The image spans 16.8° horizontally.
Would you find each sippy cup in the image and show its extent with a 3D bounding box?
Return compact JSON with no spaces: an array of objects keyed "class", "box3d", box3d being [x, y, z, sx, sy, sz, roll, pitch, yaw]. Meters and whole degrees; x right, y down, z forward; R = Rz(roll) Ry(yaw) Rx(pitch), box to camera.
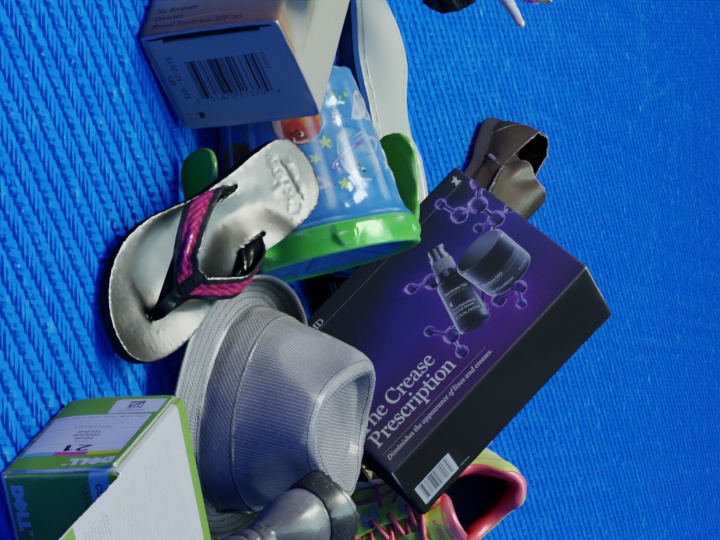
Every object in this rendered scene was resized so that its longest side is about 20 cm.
[{"class":"sippy cup","box3d":[-0.038,-0.066,1.654,0.178,0.139,0.131,19,57,-80]}]

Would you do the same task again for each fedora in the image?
[{"class":"fedora","box3d":[-0.046,0.097,1.597,0.200,0.090,0.178,41,61,-69]}]

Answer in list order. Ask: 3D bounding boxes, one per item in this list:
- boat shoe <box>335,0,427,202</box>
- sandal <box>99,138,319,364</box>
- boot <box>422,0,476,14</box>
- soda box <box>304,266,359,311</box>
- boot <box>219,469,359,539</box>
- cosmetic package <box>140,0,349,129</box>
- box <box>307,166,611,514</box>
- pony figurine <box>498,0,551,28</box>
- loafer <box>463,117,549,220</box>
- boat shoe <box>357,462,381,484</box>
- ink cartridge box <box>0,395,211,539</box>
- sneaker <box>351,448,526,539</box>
[{"class":"boat shoe","box3d":[0.004,-0.123,1.871,0.075,0.062,0.201,-8,86,-56]},{"class":"sandal","box3d":[-0.088,-0.019,1.508,0.200,0.045,0.075,-44,112,-34]},{"class":"boot","box3d":[0.028,-0.218,1.620,0.158,0.079,0.212,61,30,-43]},{"class":"soda box","box3d":[0.000,0.000,1.827,0.063,0.070,0.201,-72,153,-48]},{"class":"boot","box3d":[-0.083,0.216,1.543,0.131,0.070,0.201,-29,148,-38]},{"class":"cosmetic package","box3d":[-0.067,-0.197,1.619,0.087,0.103,0.201,65,26,-42]},{"class":"box","box3d":[0.056,0.048,1.732,0.200,0.141,0.079,-46,144,-8]},{"class":"pony figurine","box3d":[0.048,-0.261,1.809,0.167,0.199,0.194,70,23,-59]},{"class":"loafer","box3d":[0.132,-0.073,2.237,0.201,0.071,0.073,-75,154,-44]},{"class":"boat shoe","box3d":[0.011,0.229,1.814,0.074,0.075,0.201,-42,120,-53]},{"class":"ink cartridge box","box3d":[-0.151,0.175,1.339,0.200,0.075,0.149,-51,134,-62]},{"class":"sneaker","box3d":[0.034,0.182,1.744,0.199,0.090,0.078,-30,103,-21]}]
